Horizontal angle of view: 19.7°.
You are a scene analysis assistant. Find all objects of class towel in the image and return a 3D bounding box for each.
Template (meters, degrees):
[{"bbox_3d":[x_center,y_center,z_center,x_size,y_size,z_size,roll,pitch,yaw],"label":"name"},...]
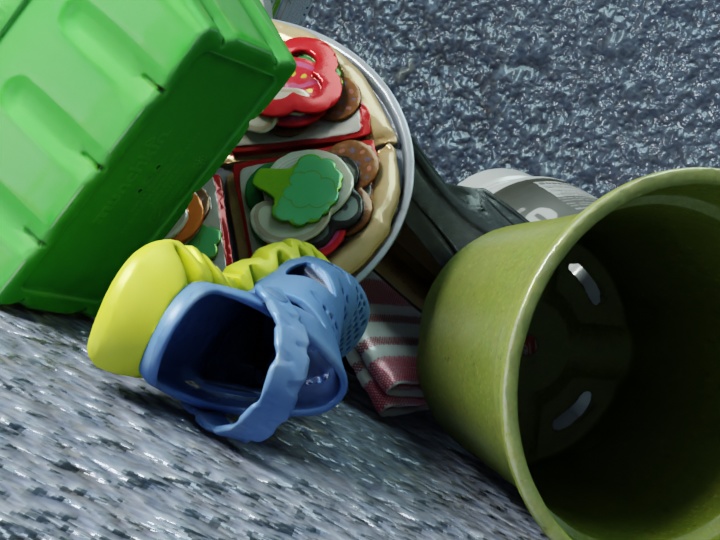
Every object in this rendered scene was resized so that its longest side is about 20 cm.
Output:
[{"bbox_3d":[0.000,0.000,1.183,0.146,0.030,0.200,8,45,-59],"label":"towel"}]

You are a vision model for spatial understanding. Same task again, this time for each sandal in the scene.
[{"bbox_3d":[-0.041,0.036,0.923,0.087,0.080,0.200,33,16,18],"label":"sandal"}]

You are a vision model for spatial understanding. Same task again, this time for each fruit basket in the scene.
[{"bbox_3d":[-0.154,-0.103,0.983,0.215,0.217,0.155,28,7,25],"label":"fruit basket"}]

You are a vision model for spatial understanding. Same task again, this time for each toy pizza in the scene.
[{"bbox_3d":[-0.072,-0.057,1.059,0.199,0.200,0.032,28,-28,18],"label":"toy pizza"}]

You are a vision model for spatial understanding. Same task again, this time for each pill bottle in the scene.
[{"bbox_3d":[0.119,0.008,1.252,0.113,0.114,0.200,23,7,-26],"label":"pill bottle"}]

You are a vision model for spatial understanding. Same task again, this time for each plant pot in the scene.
[{"bbox_3d":[0.122,0.047,1.043,0.200,0.201,0.184,23,-5,-22],"label":"plant pot"}]

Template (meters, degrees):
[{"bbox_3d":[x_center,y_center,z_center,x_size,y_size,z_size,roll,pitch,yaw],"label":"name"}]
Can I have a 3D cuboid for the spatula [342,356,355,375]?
[{"bbox_3d":[-0.026,0.046,1.117,0.056,0.021,0.200,26,5,25],"label":"spatula"}]

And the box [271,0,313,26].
[{"bbox_3d":[-0.114,-0.122,1.326,0.096,0.201,0.176,26,7,4],"label":"box"}]

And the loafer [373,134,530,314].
[{"bbox_3d":[0.009,-0.032,1.126,0.199,0.073,0.073,31,-31,-8],"label":"loafer"}]

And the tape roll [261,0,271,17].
[{"bbox_3d":[-0.150,-0.140,1.213,0.202,0.204,0.037,26,7,3],"label":"tape roll"}]

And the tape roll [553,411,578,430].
[{"bbox_3d":[0.113,0.081,1.325,0.202,0.037,0.203,26,6,-3],"label":"tape roll"}]
